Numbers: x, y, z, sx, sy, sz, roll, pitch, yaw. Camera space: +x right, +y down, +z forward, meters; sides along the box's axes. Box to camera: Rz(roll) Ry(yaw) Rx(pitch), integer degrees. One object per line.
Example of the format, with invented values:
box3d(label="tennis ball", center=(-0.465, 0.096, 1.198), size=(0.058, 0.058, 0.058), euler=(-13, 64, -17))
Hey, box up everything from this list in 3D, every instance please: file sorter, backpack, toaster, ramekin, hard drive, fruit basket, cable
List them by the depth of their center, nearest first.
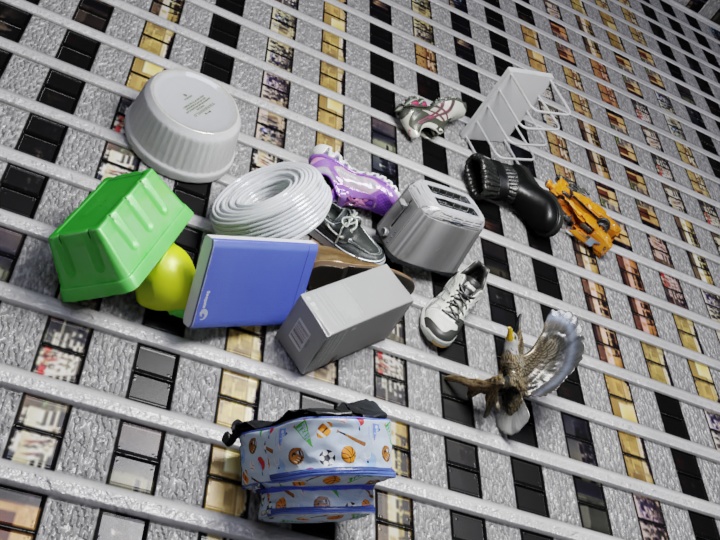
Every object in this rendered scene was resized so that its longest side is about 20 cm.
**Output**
box3d(label="backpack", center=(-0.049, 0.241, 1.113), size=(0.197, 0.190, 0.157), euler=(1, 66, -34))
box3d(label="fruit basket", center=(-0.314, -0.014, 1.243), size=(0.215, 0.153, 0.221), euler=(-7, 90, -66))
box3d(label="hard drive", center=(-0.156, 0.017, 1.277), size=(0.198, 0.134, 0.025), euler=(1, 23, -47))
box3d(label="cable", center=(-0.141, -0.103, 1.393), size=(0.201, 0.197, 0.070), euler=(-55, 132, -47))
box3d(label="ramekin", center=(-0.295, -0.254, 1.491), size=(0.199, 0.095, 0.205), euler=(19, 42, -18))
box3d(label="toaster", center=(0.134, -0.075, 1.575), size=(0.197, 0.130, 0.115), euler=(14, 35, -33))
box3d(label="file sorter", center=(0.344, -0.321, 1.923), size=(0.137, 0.201, 0.126), euler=(-2, 54, -36))

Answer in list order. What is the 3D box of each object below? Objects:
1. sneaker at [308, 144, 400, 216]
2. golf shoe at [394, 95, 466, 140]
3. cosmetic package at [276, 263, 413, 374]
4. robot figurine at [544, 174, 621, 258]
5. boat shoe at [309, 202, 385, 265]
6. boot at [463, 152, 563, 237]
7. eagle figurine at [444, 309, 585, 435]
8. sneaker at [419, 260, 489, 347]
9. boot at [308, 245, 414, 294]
box3d(label="sneaker", center=(-0.019, -0.144, 1.599), size=(0.198, 0.081, 0.089), euler=(28, 47, -1))
box3d(label="golf shoe", center=(0.160, -0.328, 1.915), size=(0.197, 0.077, 0.090), euler=(-11, 77, -38))
box3d(label="cosmetic package", center=(-0.022, 0.072, 1.360), size=(0.198, 0.107, 0.091), euler=(-17, 61, -41))
box3d(label="robot figurine", center=(0.480, -0.125, 1.939), size=(0.199, 0.058, 0.145), euler=(42, 40, 6))
box3d(label="boat shoe", center=(-0.033, -0.078, 1.524), size=(0.198, 0.068, 0.074), euler=(37, 40, 0))
box3d(label="boot", center=(0.316, -0.156, 1.833), size=(0.156, 0.080, 0.212), euler=(7, 37, -39))
box3d(label="eagle figurine", center=(0.264, 0.152, 1.448), size=(0.198, 0.153, 0.151), euler=(-26, 57, -39))
box3d(label="sneaker", center=(0.167, 0.049, 1.529), size=(0.075, 0.088, 0.201), euler=(36, 41, -1))
box3d(label="boot", center=(0.000, 0.000, 1.478), size=(0.196, 0.074, 0.076), euler=(13, 34, -22))
